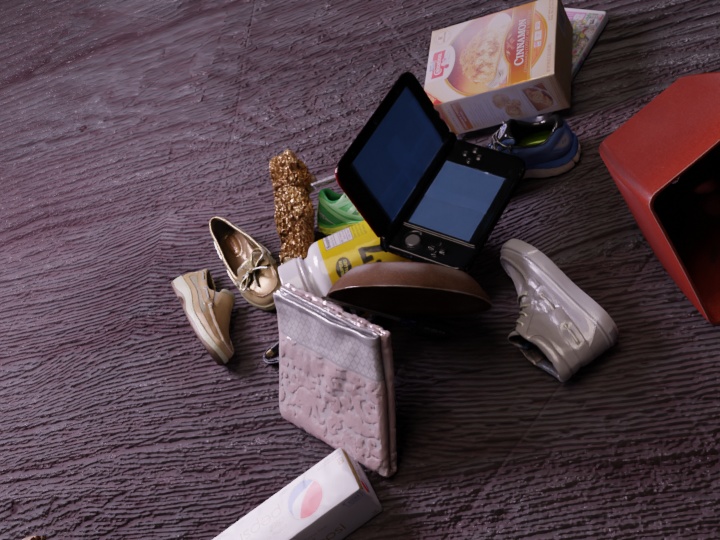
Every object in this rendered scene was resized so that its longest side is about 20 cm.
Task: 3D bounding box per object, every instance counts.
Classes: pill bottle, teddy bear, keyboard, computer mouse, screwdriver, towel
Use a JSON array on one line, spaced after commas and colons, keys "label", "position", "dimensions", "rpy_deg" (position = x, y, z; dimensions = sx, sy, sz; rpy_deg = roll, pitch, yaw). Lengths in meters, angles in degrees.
[{"label": "pill bottle", "position": [0.000, 0.000, 1.327], "dimensions": [0.197, 0.115, 0.115], "rpy_deg": [-24, 45, 1]}, {"label": "teddy bear", "position": [-0.087, -0.070, 1.454], "dimensions": [0.065, 0.146, 0.203], "rpy_deg": [-8, 52, 1]}, {"label": "keyboard", "position": [-0.009, -0.143, 1.454], "dimensions": [0.056, 0.011, 0.200], "rpy_deg": [-23, 5, 23]}, {"label": "computer mouse", "position": [-0.060, 0.057, 1.403], "dimensions": [0.200, 0.034, 0.059], "rpy_deg": [-43, 45, -3]}, {"label": "screwdriver", "position": [0.033, 0.058, 1.239], "dimensions": [0.029, 0.197, 0.028], "rpy_deg": [-55, 36, 35]}, {"label": "towel", "position": [-0.034, 0.132, 1.235], "dimensions": [0.032, 0.195, 0.198], "rpy_deg": [-22, 31, -37]}]

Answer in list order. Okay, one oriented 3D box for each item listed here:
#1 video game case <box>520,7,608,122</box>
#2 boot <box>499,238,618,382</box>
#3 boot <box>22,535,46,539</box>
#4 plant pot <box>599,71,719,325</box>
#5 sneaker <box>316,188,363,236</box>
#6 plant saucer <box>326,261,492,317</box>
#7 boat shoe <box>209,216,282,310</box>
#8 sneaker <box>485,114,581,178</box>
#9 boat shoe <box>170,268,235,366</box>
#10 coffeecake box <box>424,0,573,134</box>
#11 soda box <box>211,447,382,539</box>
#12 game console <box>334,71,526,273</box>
[{"label": "video game case", "position": [0.255, -0.304, 1.488], "dimensions": [0.142, 0.018, 0.202], "rpy_deg": [18, 68, 41]}, {"label": "boot", "position": [0.205, 0.045, 1.205], "dimensions": [0.095, 0.074, 0.200], "rpy_deg": [-37, 45, -7]}, {"label": "boot", "position": [-0.482, 0.456, 1.349], "dimensions": [0.106, 0.075, 0.202], "rpy_deg": [-17, 40, 26]}, {"label": "plant pot", "position": [0.383, -0.104, 1.133], "dimensions": [0.199, 0.201, 0.177], "rpy_deg": [-38, 33, 1]}, {"label": "sneaker", "position": [0.019, -0.098, 1.427], "dimensions": [0.197, 0.085, 0.074], "rpy_deg": [-9, 8, 28]}, {"label": "plant saucer", "position": [0.058, 0.021, 1.205], "dimensions": [0.197, 0.199, 0.037], "rpy_deg": [-3, 77, 31]}, {"label": "boat shoe", "position": [-0.170, -0.011, 1.509], "dimensions": [0.073, 0.063, 0.200], "rpy_deg": [-44, 45, -6]}, {"label": "sneaker", "position": [0.188, -0.159, 1.362], "dimensions": [0.197, 0.090, 0.079], "rpy_deg": [-20, 46, 15]}, {"label": "boat shoe", "position": [-0.216, 0.056, 1.487], "dimensions": [0.075, 0.072, 0.201], "rpy_deg": [-30, 43, -7]}, {"label": "coffeecake box", "position": [0.195, -0.287, 1.450], "dimensions": [0.197, 0.073, 0.156], "rpy_deg": [-11, 52, 28]}, {"label": "soda box", "position": [-0.077, 0.300, 1.201], "dimensions": [0.199, 0.064, 0.068], "rpy_deg": [-36, 44, 4]}, {"label": "game console", "position": [0.091, -0.122, 1.243], "dimensions": [0.170, 0.120, 0.201], "rpy_deg": [19, 57, 23]}]
